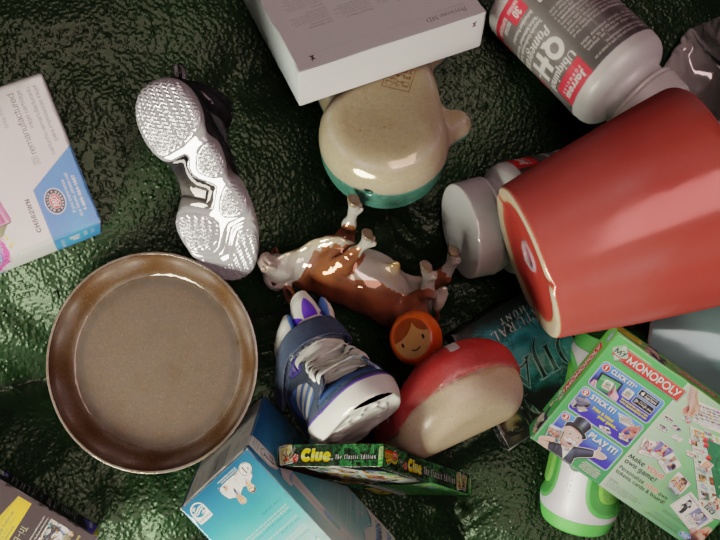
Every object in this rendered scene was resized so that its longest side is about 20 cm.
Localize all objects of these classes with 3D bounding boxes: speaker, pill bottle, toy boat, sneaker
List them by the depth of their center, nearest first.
[{"bbox_3d":[-0.035,0.080,0.924,0.080,0.200,0.148,-19,74,-17],"label":"sneaker"},{"bbox_3d":[-0.141,-0.098,0.961,0.074,0.114,0.202,-15,115,11],"label":"sneaker"},{"bbox_3d":[0.068,0.100,0.963,0.129,0.200,0.132,-22,79,-15],"label":"toy boat"},{"bbox_3d":[0.231,-0.220,1.024,0.110,0.111,0.201,-36,71,-13],"label":"pill bottle"},{"bbox_3d":[0.237,0.160,1.031,0.087,0.088,0.203,6,104,-14],"label":"speaker"},{"bbox_3d":[0.190,-0.062,1.039,0.197,0.114,0.116,-13,90,-15],"label":"pill bottle"}]

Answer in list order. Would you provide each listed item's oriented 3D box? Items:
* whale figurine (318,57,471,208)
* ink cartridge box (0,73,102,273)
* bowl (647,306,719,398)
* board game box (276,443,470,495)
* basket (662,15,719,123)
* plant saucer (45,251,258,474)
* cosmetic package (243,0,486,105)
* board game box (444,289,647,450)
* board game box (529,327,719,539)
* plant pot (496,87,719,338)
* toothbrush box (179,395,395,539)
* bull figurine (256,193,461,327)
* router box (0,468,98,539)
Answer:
[{"bbox_3d":[0.033,-0.151,1.022,0.156,0.104,0.202,12,60,7],"label":"whale figurine"},{"bbox_3d":[-0.350,-0.068,0.912,0.198,0.085,0.146,-23,93,-13],"label":"ink cartridge box"},{"bbox_3d":[0.360,0.077,1.023,0.104,0.200,0.204,5,84,29],"label":"bowl"},{"bbox_3d":[0.018,0.183,0.929,0.103,0.200,0.024,-8,69,25],"label":"board game box"},{"bbox_3d":[0.400,-0.151,1.056,0.160,0.200,0.200,36,79,-12],"label":"basket"},{"bbox_3d":[-0.191,0.085,0.952,0.197,0.032,0.204,0,84,2],"label":"plant saucer"},{"bbox_3d":[0.001,-0.258,0.998,0.197,0.052,0.152,-20,59,-14],"label":"cosmetic package"},{"bbox_3d":[0.203,0.080,1.079,0.198,0.028,0.137,-29,94,-14],"label":"board game box"},{"bbox_3d":[0.278,0.158,0.962,0.199,0.029,0.135,34,108,-6],"label":"board game box"},{"bbox_3d":[0.226,-0.038,0.904,0.175,0.200,0.203,-20,92,-1],"label":"plant pot"},{"bbox_3d":[-0.058,0.233,0.934,0.085,0.147,0.200,-42,99,7],"label":"toothbrush box"},{"bbox_3d":[0.000,0.000,0.996,0.198,0.122,0.066,22,45,-20],"label":"bull figurine"},{"bbox_3d":[-0.353,0.281,0.909,0.156,0.052,0.202,34,79,-11],"label":"router box"}]
